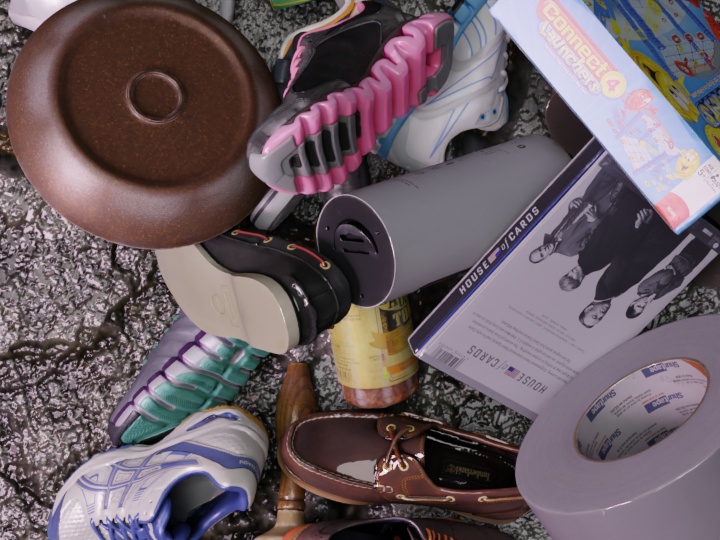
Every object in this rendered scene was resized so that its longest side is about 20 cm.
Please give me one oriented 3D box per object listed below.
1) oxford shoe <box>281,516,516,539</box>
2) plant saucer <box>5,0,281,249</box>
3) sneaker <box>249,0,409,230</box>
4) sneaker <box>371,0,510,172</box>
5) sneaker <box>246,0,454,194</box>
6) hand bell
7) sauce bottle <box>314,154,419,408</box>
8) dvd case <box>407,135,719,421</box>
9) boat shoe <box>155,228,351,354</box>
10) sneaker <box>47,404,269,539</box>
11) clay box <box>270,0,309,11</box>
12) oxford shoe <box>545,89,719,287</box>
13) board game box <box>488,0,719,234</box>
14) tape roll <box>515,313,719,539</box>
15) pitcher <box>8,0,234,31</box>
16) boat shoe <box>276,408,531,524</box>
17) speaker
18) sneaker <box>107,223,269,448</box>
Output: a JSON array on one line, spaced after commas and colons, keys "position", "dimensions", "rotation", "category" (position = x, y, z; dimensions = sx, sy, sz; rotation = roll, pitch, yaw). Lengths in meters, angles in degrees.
[{"position": [0.043, 0.211, 1.096], "dimensions": [0.199, 0.072, 0.072], "rotation": [3, 71, -28], "category": "oxford shoe"}, {"position": [-0.146, -0.115, 1.063], "dimensions": [0.199, 0.037, 0.202], "rotation": [5, 70, -15], "category": "plant saucer"}, {"position": [-0.040, -0.126, 1.150], "dimensions": [0.079, 0.078, 0.201], "rotation": [34, 81, 1], "category": "sneaker"}, {"position": [0.087, -0.154, 1.148], "dimensions": [0.086, 0.075, 0.201], "rotation": [35, 97, -5], "category": "sneaker"}, {"position": [-0.022, -0.127, 1.056], "dimensions": [0.095, 0.079, 0.200], "rotation": [30, 51, 24], "category": "sneaker"}, {"position": [-0.053, 0.170, 1.150], "dimensions": [0.103, 0.104, 0.202], "rotation": [0, 76, 6], "category": "hand bell"}, {"position": [0.000, 0.000, 1.116], "dimensions": [0.065, 0.066, 0.201], "rotation": [-8, 111, 5], "category": "sauce bottle"}, {"position": [0.150, 0.013, 1.084], "dimensions": [0.150, 0.025, 0.200], "rotation": [30, 111, -37], "category": "dvd case"}, {"position": [-0.082, 0.007, 1.081], "dimensions": [0.063, 0.201, 0.074], "rotation": [-25, 116, -30], "category": "boat shoe"}, {"position": [-0.159, 0.173, 1.126], "dimensions": [0.199, 0.088, 0.075], "rotation": [-32, 117, 20], "category": "sneaker"}, {"position": [-0.010, -0.270, 1.144], "dimensions": [0.199, 0.048, 0.116], "rotation": [-15, 58, 6], "category": "clay box"}, {"position": [0.218, -0.073, 1.130], "dimensions": [0.071, 0.071, 0.200], "rotation": [-38, 101, 21], "category": "oxford shoe"}, {"position": [0.205, -0.141, 1.063], "dimensions": [0.196, 0.200, 0.056], "rotation": [50, 122, 4], "category": "board game box"}, {"position": [0.206, 0.118, 1.034], "dimensions": [0.200, 0.200, 0.066], "rotation": [-35, 109, 4], "category": "tape roll"}, {"position": [-0.156, -0.135, 1.150], "dimensions": [0.170, 0.121, 0.201], "rotation": [-20, 75, -10], "category": "pitcher"}, {"position": [0.040, 0.137, 1.115], "dimensions": [0.198, 0.070, 0.071], "rotation": [9, 66, -8], "category": "boat shoe"}, {"position": [0.065, -0.038, 1.076], "dimensions": [0.081, 0.199, 0.082], "rotation": [21, 120, 42], "category": "speaker"}, {"position": [-0.124, 0.052, 1.170], "dimensions": [0.200, 0.074, 0.088], "rotation": [-41, 53, 9], "category": "sneaker"}]
